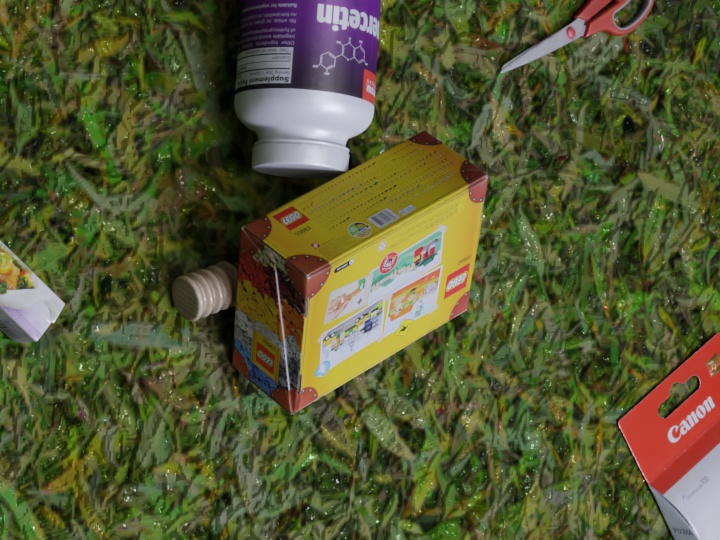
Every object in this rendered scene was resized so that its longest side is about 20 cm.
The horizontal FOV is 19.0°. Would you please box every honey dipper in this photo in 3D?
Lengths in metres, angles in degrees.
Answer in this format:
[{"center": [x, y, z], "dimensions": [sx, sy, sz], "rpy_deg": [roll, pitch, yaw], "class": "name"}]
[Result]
[{"center": [-0.062, -0.006, 1.728], "dimensions": [0.200, 0.038, 0.038], "rpy_deg": [-21, 100, -37], "class": "honey dipper"}]

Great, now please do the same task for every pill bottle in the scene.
[{"center": [-0.041, -0.177, 1.706], "dimensions": [0.112, 0.112, 0.200], "rpy_deg": [7, 83, -36], "class": "pill bottle"}]

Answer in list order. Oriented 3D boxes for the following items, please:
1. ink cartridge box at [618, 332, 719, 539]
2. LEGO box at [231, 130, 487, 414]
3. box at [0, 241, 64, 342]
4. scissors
[{"center": [0.342, 0.184, 2.006], "dimensions": [0.162, 0.057, 0.200], "rpy_deg": [-37, 113, -32], "class": "ink cartridge box"}, {"center": [0.000, 0.000, 1.704], "dimensions": [0.200, 0.077, 0.149], "rpy_deg": [-29, 142, -34], "class": "LEGO box"}, {"center": [-0.298, -0.026, 1.553], "dimensions": [0.200, 0.041, 0.039], "rpy_deg": [47, 62, -24], "class": "box"}, {"center": [0.200, -0.214, 1.946], "dimensions": [0.200, 0.014, 0.073], "rpy_deg": [-48, 116, -30], "class": "scissors"}]
